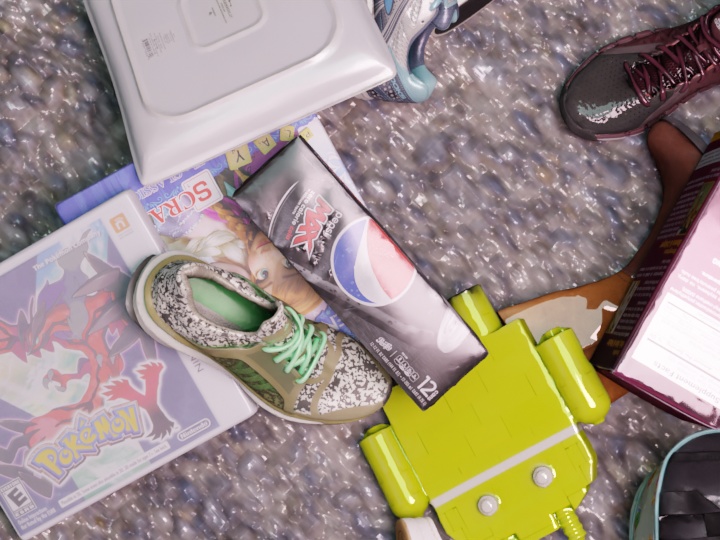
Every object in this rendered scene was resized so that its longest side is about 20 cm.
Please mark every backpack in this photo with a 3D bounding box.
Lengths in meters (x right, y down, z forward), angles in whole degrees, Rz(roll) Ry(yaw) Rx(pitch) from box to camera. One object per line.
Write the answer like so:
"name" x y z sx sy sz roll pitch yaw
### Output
"backpack" 0.286 0.198 1.082 0.199 0.153 0.177 4 71 -10

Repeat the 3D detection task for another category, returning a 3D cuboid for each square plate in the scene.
"square plate" -0.096 -0.180 1.117 0.197 0.028 0.201 -23 60 3

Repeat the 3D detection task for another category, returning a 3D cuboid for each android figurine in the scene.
"android figurine" 0.093 0.118 1.128 0.181 0.041 0.201 -28 80 12

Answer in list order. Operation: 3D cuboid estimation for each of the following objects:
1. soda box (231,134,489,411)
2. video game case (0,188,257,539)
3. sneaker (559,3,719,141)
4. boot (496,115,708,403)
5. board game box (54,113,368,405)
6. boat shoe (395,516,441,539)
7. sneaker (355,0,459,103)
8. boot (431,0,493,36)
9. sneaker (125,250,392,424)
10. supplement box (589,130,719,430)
"soda box" 0.000 0.000 1.076 0.063 0.071 0.200 -42 96 3
"video game case" -0.202 0.069 1.102 0.199 0.023 0.183 -29 95 8
"sneaker" 0.248 -0.171 1.178 0.199 0.116 0.076 -25 80 -8
"boot" 0.196 0.000 1.175 0.199 0.068 0.189 -23 91 -3
"board game box" -0.087 -0.009 1.127 0.199 0.041 0.200 -30 95 0
"boat shoe" 0.088 0.260 1.105 0.069 0.071 0.201 -24 90 -9
"sneaker" 0.039 -0.220 1.158 0.086 0.078 0.201 18 116 20
"boot" 0.099 -0.297 1.222 0.199 0.072 0.145 -32 80 -5
"sneaker" -0.061 0.049 1.051 0.199 0.089 0.077 26 74 -17
"supplement box" 0.251 0.003 1.088 0.085 0.110 0.201 29 89 0
